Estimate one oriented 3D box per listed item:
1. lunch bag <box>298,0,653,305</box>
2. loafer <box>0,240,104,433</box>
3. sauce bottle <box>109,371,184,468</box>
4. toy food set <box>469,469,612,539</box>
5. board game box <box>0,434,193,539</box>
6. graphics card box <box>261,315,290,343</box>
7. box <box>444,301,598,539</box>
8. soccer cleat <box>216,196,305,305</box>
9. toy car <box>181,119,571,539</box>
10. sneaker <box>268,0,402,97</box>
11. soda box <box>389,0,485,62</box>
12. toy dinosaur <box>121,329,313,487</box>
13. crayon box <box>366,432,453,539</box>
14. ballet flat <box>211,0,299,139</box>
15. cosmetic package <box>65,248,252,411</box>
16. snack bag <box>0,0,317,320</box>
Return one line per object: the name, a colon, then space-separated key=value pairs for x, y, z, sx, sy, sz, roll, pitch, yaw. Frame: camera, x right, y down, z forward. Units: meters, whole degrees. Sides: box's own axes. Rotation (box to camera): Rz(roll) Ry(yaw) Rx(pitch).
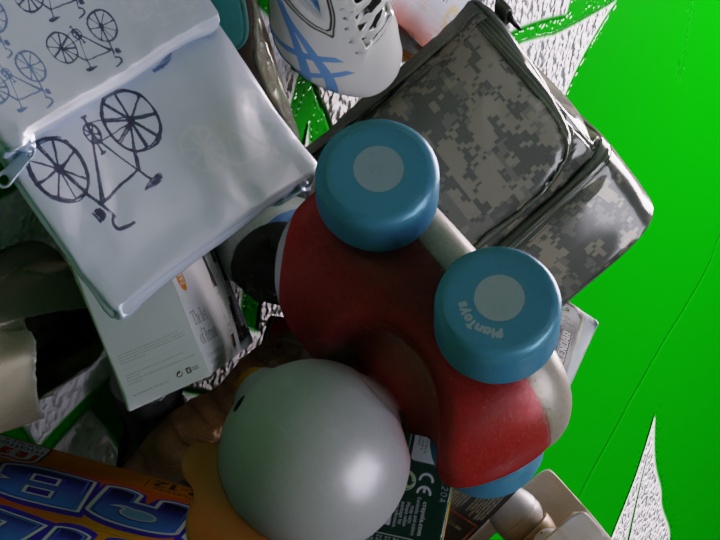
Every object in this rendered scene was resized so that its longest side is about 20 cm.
lunch bag: x=0.048 y=-0.046 z=1.618 sx=0.200 sy=0.139 sz=0.168 roll=-39 pitch=118 yaw=3
loafer: x=-0.193 y=0.052 z=1.350 sx=0.200 sy=0.068 sz=0.076 roll=-45 pitch=144 yaw=-42
sauce bottle: x=-0.106 y=0.129 z=1.579 sx=0.066 sy=0.066 sz=0.201 roll=-52 pitch=149 yaw=-34
toy food set: x=0.075 y=0.183 z=1.617 sx=0.143 sy=0.060 sz=0.200 roll=-43 pitch=-178 yaw=1
board game box: x=-0.142 y=0.224 z=1.359 sx=0.200 sy=0.198 sz=0.201 roll=-48 pitch=152 yaw=-74
graphics card box: x=-0.027 y=0.108 z=1.670 sx=0.200 sy=0.050 sz=0.126 roll=53 pitch=46 yaw=-75
box: x=0.065 y=0.117 z=1.671 sx=0.200 sy=0.040 sz=0.137 roll=-51 pitch=-172 yaw=49
soccer cleat: x=0.000 y=0.000 z=1.525 sx=0.199 sy=0.087 sz=0.070 roll=28 pitch=114 yaw=-36
toy car: x=-0.016 y=0.063 z=1.344 sx=0.200 sy=0.177 sz=0.185 roll=-37 pitch=160 yaw=-16
sneaker: x=-0.012 y=-0.152 z=1.442 sx=0.072 sy=0.072 sz=0.200 roll=-53 pitch=148 yaw=-17
soda box: x=0.009 y=-0.182 z=1.598 sx=0.069 sy=0.063 sz=0.200 roll=-68 pitch=155 yaw=-7
toy dinosaur: x=-0.102 y=0.108 z=1.501 sx=0.199 sy=0.060 sz=0.107 roll=-36 pitch=103 yaw=-5
crayon box: x=0.008 y=0.163 z=1.520 sx=0.173 sy=0.058 sz=0.201 roll=117 pitch=-15 yaw=-79
ballet flat: x=-0.082 y=-0.129 z=1.473 sx=0.201 sy=0.067 sz=0.063 roll=74 pitch=8 yaw=-46
cosmetic package: x=-0.100 y=0.017 z=1.408 sx=0.200 sy=0.050 sz=0.083 roll=-46 pitch=112 yaw=-85
snack bag: x=-0.119 y=-0.090 z=1.313 sx=0.201 sy=0.021 sz=0.188 roll=56 pitch=40 yaw=-4
